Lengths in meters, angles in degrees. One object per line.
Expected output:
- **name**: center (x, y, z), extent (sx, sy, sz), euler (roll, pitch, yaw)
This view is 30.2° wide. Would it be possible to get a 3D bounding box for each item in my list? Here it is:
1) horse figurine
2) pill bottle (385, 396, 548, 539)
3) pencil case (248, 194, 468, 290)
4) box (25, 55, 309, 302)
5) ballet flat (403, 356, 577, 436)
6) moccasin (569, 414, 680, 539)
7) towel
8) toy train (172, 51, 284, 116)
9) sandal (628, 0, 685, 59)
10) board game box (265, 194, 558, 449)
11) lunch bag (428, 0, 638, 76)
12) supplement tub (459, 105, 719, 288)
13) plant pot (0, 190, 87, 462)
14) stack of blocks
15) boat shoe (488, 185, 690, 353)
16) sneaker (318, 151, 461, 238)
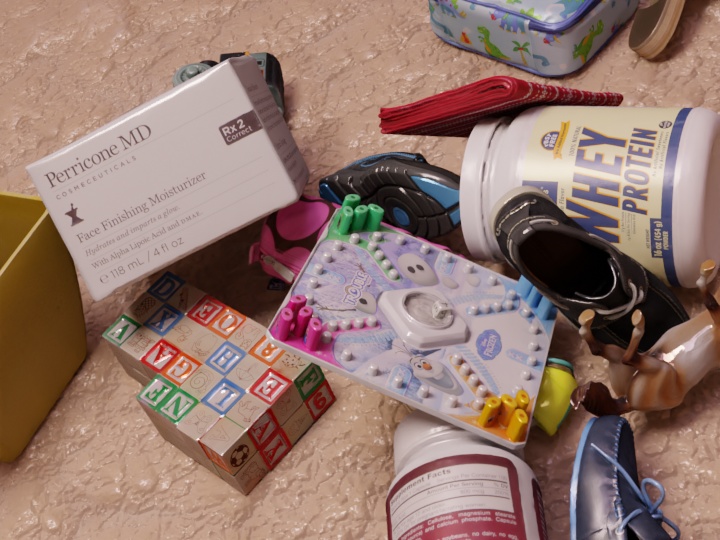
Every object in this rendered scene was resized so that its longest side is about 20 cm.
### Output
- **horse figurine**: center (0.237, 0.055, 0.992), extent (0.199, 0.133, 0.050), euler (-32, 40, -6)
- **pill bottle**: center (0.075, 0.196, 0.932), extent (0.113, 0.115, 0.201), euler (-13, 45, 10)
- **pencil case**: center (0.000, 0.000, 1.166), extent (0.199, 0.091, 0.093), euler (19, 23, 36)
- **box**: center (-0.161, -0.088, 1.186), extent (0.198, 0.131, 0.200), euler (-27, 8, 6)
- **ballet flat**: center (0.074, 0.092, 1.071), extent (0.199, 0.067, 0.067), euler (8, 73, 26)
- **moccasin**: center (0.187, 0.195, 0.923), extent (0.068, 0.080, 0.201), euler (-12, 57, 29)
- **towel**: center (0.125, -0.142, 1.175), extent (0.144, 0.199, 0.023), euler (-11, 86, 37)
- **toy train**: center (-0.135, -0.145, 1.362), extent (0.113, 0.086, 0.201), euler (-5, 47, 4)
- **sandal**: center (0.335, -0.291, 1.329), extent (0.213, 0.069, 0.078), euler (-65, 18, -16)
- **board game box**: center (0.050, 0.030, 1.012), extent (0.199, 0.026, 0.200), euler (23, 34, 2)
- **lunch bag**: center (0.175, -0.290, 1.373), extent (0.199, 0.083, 0.161), euler (27, 60, 37)
- **supplement tub**: center (0.195, -0.063, 1.105), extent (0.199, 0.145, 0.146), euler (4, 50, 24)
- **plant pot**: center (-0.361, 0.057, 1.190), extent (0.199, 0.177, 0.201), euler (9, 52, 29)
- **stack of blocks**: center (-0.134, 0.092, 1.151), extent (0.199, 0.059, 0.115), euler (27, 63, 38)
- **boat shoe**: center (0.181, 0.016, 1.012), extent (0.072, 0.200, 0.068), euler (-50, 22, 9)
- **sneaker**: center (0.041, -0.081, 1.204), extent (0.082, 0.074, 0.200), euler (-36, 25, -26)
